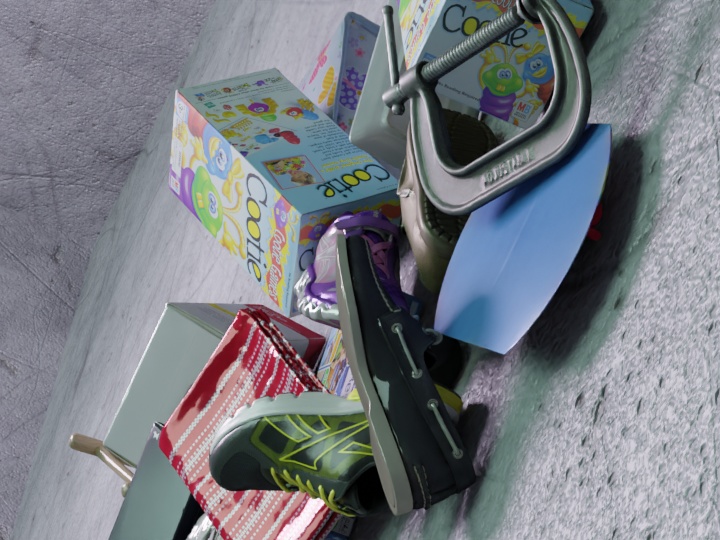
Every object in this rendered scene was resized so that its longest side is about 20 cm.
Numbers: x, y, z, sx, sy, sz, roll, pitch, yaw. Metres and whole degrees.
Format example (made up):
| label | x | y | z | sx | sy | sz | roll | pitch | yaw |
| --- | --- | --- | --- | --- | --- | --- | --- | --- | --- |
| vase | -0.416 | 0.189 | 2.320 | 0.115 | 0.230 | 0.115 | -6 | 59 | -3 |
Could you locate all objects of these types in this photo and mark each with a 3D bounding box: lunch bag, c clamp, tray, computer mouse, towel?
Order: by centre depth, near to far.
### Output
| label | x | y | z | sx | sy | sz | roll | pitch | yaw |
| --- | --- | --- | --- | --- | --- | --- | --- | --- | --- |
| c clamp | 0.078 | -0.129 | 1.281 | 0.199 | 0.027 | 0.173 | -21 | 69 | 50 |
| computer mouse | 0.006 | 0.108 | 1.421 | 0.200 | 0.034 | 0.059 | -48 | 33 | 32 |
| towel | -0.076 | 0.136 | 1.459 | 0.145 | 0.022 | 0.200 | -55 | 45 | 13 |
| tray | 0.062 | -0.168 | 1.562 | 0.022 | 0.107 | 0.202 | -29 | 40 | 56 |
| lunch bag | -0.013 | -0.100 | 1.719 | 0.170 | 0.126 | 0.202 | 135 | 147 | -60 |

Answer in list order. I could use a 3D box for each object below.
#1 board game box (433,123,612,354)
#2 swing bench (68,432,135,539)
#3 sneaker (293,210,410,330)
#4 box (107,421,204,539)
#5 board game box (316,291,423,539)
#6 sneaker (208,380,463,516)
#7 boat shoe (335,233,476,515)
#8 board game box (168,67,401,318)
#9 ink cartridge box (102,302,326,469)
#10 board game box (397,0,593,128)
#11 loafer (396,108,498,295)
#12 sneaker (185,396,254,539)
| label | x | y | z | sx | sy | sz | roll | pitch | yaw |
| --- | --- | --- | --- | --- | --- | --- | --- | --- | --- |
| board game box | 0.118 | -0.017 | 1.245 | 0.159 | 0.039 | 0.200 | -64 | 18 | -4 |
| swing bench | -0.190 | 0.274 | 1.727 | 0.130 | 0.199 | 0.200 | 31 | 101 | 51 |
| sneaker | 0.000 | 0.000 | 1.431 | 0.200 | 0.080 | 0.089 | -134 | 67 | -78 |
| box | -0.140 | 0.244 | 1.606 | 0.079 | 0.141 | 0.202 | 22 | 90 | 45 |
| board game box | -0.014 | 0.120 | 1.554 | 0.135 | 0.034 | 0.202 | 154 | 136 | -70 |
| sneaker | -0.023 | 0.132 | 1.335 | 0.199 | 0.074 | 0.085 | -17 | 53 | 27 |
| boat shoe | 0.026 | 0.063 | 1.281 | 0.073 | 0.062 | 0.202 | 91 | 166 | -64 |
| board game box | -0.065 | -0.068 | 1.594 | 0.200 | 0.104 | 0.104 | 45 | 139 | 40 |
| ink cartridge box | -0.128 | 0.109 | 1.725 | 0.146 | 0.083 | 0.200 | -65 | -20 | 8 |
| board game box | 0.096 | -0.205 | 1.449 | 0.200 | 0.104 | 0.104 | -94 | 28 | -64 |
| loafer | 0.060 | -0.055 | 1.443 | 0.201 | 0.075 | 0.068 | -81 | 10 | -56 |
| sneaker | -0.072 | 0.180 | 1.505 | 0.088 | 0.075 | 0.202 | 30 | 102 | 59 |
